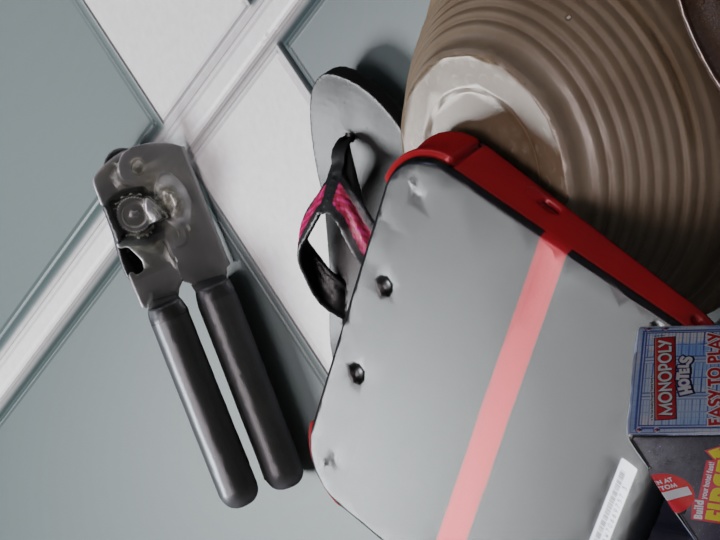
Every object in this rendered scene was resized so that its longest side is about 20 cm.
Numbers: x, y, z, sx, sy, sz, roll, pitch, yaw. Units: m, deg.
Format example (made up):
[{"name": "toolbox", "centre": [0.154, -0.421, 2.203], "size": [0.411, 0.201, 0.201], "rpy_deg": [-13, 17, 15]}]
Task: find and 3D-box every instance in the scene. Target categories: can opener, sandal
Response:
[{"name": "can opener", "centre": [-0.088, 0.026, 1.511], "size": [0.067, 0.053, 0.201], "rpy_deg": [-179, 68, -82]}, {"name": "sandal", "centre": [0.000, 0.000, 1.391], "size": [0.075, 0.045, 0.201], "rpy_deg": [17, 120, 43]}]

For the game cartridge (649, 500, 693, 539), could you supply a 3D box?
[{"name": "game cartridge", "centre": [0.139, 0.175, 1.330], "size": [0.129, 0.038, 0.201], "rpy_deg": [9, 114, 50]}]

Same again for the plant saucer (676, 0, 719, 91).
[{"name": "plant saucer", "centre": [0.207, -0.129, 1.104], "size": [0.200, 0.032, 0.201], "rpy_deg": [20, 121, 38]}]

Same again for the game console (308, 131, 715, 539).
[{"name": "game console", "centre": [0.061, 0.058, 1.217], "size": [0.177, 0.031, 0.201], "rpy_deg": [36, 128, 26]}]

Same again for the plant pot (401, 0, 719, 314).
[{"name": "plant pot", "centre": [0.083, -0.059, 1.235], "size": [0.200, 0.092, 0.202], "rpy_deg": [25, 125, 40]}]

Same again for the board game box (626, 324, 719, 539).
[{"name": "board game box", "centre": [0.198, 0.093, 1.118], "size": [0.199, 0.062, 0.201], "rpy_deg": [9, 135, 3]}]
